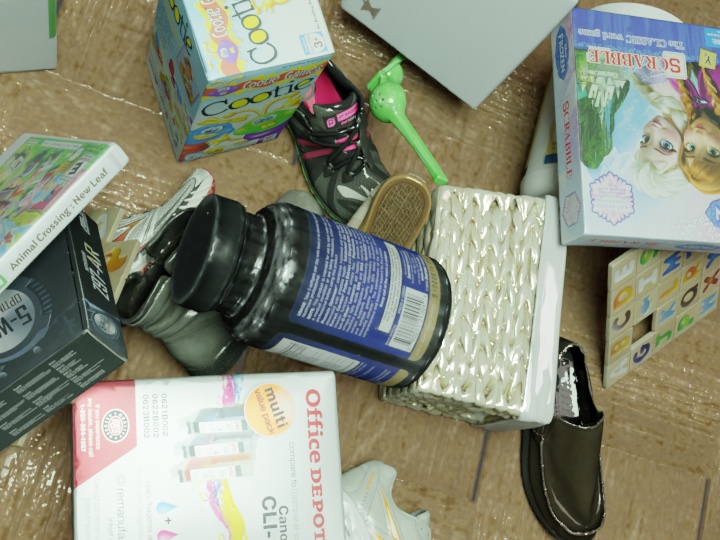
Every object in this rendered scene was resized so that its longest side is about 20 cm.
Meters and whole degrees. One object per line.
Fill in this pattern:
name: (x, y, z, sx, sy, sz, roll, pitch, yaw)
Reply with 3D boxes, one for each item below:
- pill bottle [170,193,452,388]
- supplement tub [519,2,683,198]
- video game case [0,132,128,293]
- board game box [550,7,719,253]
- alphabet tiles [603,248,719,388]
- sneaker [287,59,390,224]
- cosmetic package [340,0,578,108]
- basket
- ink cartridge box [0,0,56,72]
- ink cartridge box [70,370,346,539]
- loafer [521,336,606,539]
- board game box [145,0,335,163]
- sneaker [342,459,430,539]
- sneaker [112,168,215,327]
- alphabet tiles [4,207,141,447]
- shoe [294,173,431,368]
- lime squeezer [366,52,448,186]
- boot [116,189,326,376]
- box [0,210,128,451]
pill bottle: (-0.037, 0.014, 0.707, 0.199, 0.112, 0.113, 20, 74, -26)
supplement tub: (0.246, -0.141, 0.899, 0.144, 0.145, 0.202, 21, 75, -13)
video game case: (-0.279, -0.033, 0.689, 0.182, 0.199, 0.022, -51, 125, -19)
board game box: (0.267, -0.118, 0.802, 0.198, 0.041, 0.201, 2, 79, -16)
alphabet tiles: (0.299, 0.005, 0.888, 0.166, 0.201, 0.008, -30, 45, -20)
sneaker: (-0.024, -0.120, 0.837, 0.076, 0.084, 0.201, -33, 91, -11)
cosmetic package: (0.116, -0.301, 0.852, 0.166, 0.167, 0.201, 35, 55, -9)
basket: (0.098, 0.034, 0.824, 0.122, 0.136, 0.202, 11, 76, -13)
ink cartridge box: (-0.304, -0.283, 0.749, 0.083, 0.145, 0.202, -9, 82, -20)
ink cartridge box: (-0.124, 0.158, 0.724, 0.198, 0.145, 0.147, -1, 80, -19)
loafer: (0.192, 0.157, 0.864, 0.072, 0.071, 0.202, -7, 82, -19)
board game box: (-0.108, -0.178, 0.763, 0.102, 0.200, 0.106, -17, 85, -20)
sneaker: (0.037, 0.258, 0.797, 0.092, 0.076, 0.201, -27, 90, -25)
sneaker: (-0.197, -0.022, 0.771, 0.082, 0.078, 0.200, 39, 64, 6)
alphabet tiles: (-0.251, 0.038, 0.699, 0.006, 0.165, 0.201, 49, 46, -45)
shoe: (0.000, 0.000, 0.817, 0.070, 0.053, 0.201, 32, 104, -11)
lime squeezer: (0.039, -0.164, 0.842, 0.070, 0.038, 0.201, 11, 45, -18)
boot: (-0.109, -0.012, 0.764, 0.067, 0.131, 0.201, 22, 69, 33)
box: (-0.270, 0.056, 0.661, 0.199, 0.161, 0.044, -34, 135, 6)
